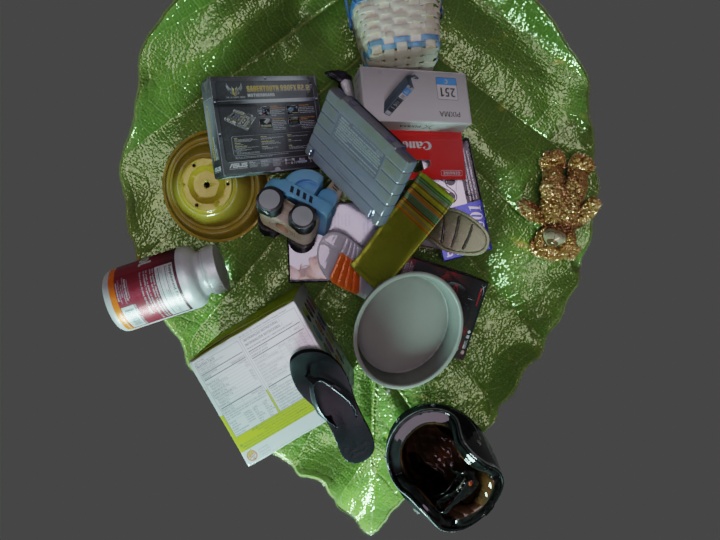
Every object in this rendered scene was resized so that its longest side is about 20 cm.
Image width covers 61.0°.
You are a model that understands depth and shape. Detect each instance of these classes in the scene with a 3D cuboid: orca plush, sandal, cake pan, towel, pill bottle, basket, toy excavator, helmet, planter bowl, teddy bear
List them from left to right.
[{"bbox_3d":[-0.338,0.024,1.078,0.196,0.113,0.115,-18,96,0],"label":"pill bottle"},{"bbox_3d":[-0.263,-0.150,1.077,0.196,0.083,0.205,0,96,-2],"label":"planter bowl"},{"bbox_3d":[-0.064,-0.131,1.070,0.192,0.100,0.202,27,67,6],"label":"toy excavator"},{"bbox_3d":[-0.038,0.206,0.937,0.075,0.043,0.202,-33,97,2],"label":"sandal"},{"bbox_3d":[-0.033,-0.248,1.068,0.070,0.105,0.204,-19,89,19],"label":"orca plush"},{"bbox_3d":[-0.004,0.007,1.096,0.206,0.059,0.080,37,86,-27],"label":"sandal"},{"bbox_3d":[0.055,-0.439,1.029,0.172,0.139,0.205,-4,87,-2],"label":"basket"},{"bbox_3d":[0.068,-0.063,1.017,0.086,0.018,0.201,42,98,33],"label":"towel"},{"bbox_3d":[0.076,0.096,1.012,0.196,0.037,0.205,-5,106,-19],"label":"cake pan"},{"bbox_3d":[0.140,0.335,1.081,0.197,0.191,0.203,-15,124,-23],"label":"helmet"},{"bbox_3d":[0.361,-0.118,1.102,0.143,0.067,0.203,26,94,-1],"label":"teddy bear"}]

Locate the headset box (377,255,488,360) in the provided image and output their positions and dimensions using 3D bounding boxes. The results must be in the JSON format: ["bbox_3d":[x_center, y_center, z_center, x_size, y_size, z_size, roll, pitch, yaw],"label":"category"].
[{"bbox_3d":[0.109,0.059,1.079,0.197,0.075,0.151,17,95,-23],"label":"headset box"}]

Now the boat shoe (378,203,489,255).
[{"bbox_3d":[0.129,-0.073,1.059,0.197,0.068,0.076,17,91,15],"label":"boat shoe"}]

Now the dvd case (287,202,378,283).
[{"bbox_3d":[-0.037,-0.052,1.124,0.195,0.018,0.146,-2,95,-1],"label":"dvd case"}]

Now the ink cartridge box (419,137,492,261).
[{"bbox_3d":[0.171,-0.127,1.108,0.092,0.044,0.204,-14,96,2],"label":"ink cartridge box"}]

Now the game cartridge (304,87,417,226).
[{"bbox_3d":[-0.002,-0.186,0.982,0.200,0.038,0.131,48,125,24],"label":"game cartridge"}]

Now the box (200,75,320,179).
[{"bbox_3d":[-0.161,-0.246,1.043,0.197,0.048,0.162,-12,97,-31],"label":"box"}]

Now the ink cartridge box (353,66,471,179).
[{"bbox_3d":[0.093,-0.246,1.030,0.196,0.045,0.180,-3,82,-18],"label":"ink cartridge box"}]

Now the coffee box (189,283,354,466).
[{"bbox_3d":[-0.141,0.166,1.052,0.198,0.200,0.200,-30,96,2],"label":"coffee box"}]
